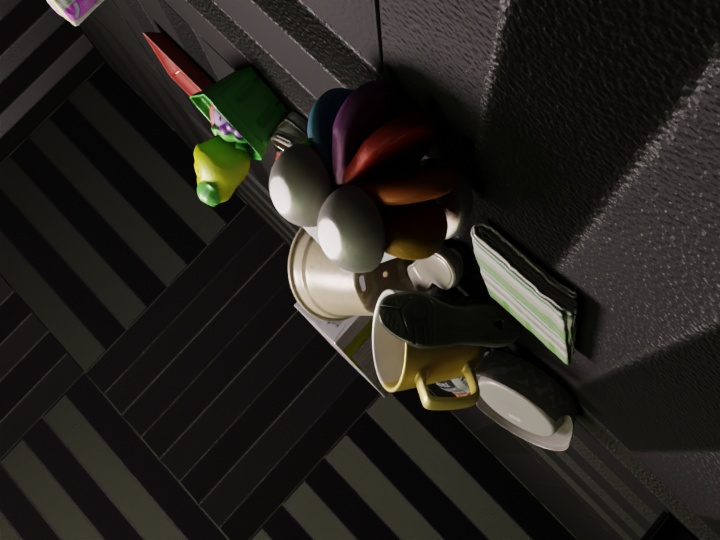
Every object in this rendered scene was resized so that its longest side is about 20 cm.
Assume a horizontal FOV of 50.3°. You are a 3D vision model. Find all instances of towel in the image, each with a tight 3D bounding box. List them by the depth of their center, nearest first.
[{"bbox_3d":[0.196,0.029,0.899,0.149,0.031,0.200,46,176,26],"label":"towel"}]

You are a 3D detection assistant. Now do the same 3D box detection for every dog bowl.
[{"bbox_3d":[0.257,0.205,1.230,0.198,0.059,0.201,34,161,13],"label":"dog bowl"}]

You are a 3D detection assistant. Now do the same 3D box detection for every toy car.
[{"bbox_3d":[0.014,-0.107,0.761,0.199,0.172,0.153,41,138,34],"label":"toy car"}]

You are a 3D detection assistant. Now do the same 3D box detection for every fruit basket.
[{"bbox_3d":[-0.227,-0.222,1.272,0.156,0.216,0.215,46,173,-21],"label":"fruit basket"}]

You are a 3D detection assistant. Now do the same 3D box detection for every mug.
[{"bbox_3d":[0.112,0.124,1.177,0.149,0.149,0.192,138,129,-64],"label":"mug"}]

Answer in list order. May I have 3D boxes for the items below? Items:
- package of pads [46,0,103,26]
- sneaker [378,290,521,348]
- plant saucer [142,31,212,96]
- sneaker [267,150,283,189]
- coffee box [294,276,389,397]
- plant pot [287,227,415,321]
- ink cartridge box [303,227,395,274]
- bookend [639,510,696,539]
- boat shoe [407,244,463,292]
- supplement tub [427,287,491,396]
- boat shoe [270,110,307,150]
[{"bbox_3d":[-0.495,-0.531,1.291,0.068,0.155,0.201,40,172,23],"label":"package of pads"},{"bbox_3d":[0.122,0.070,1.084,0.193,0.079,0.114,2,177,2],"label":"sneaker"},{"bbox_3d":[-0.373,-0.422,1.688,0.200,0.037,0.200,46,173,12],"label":"plant saucer"},{"bbox_3d":[-0.067,-0.118,1.268,0.197,0.083,0.077,29,178,-13],"label":"sneaker"},{"bbox_3d":[0.023,0.095,1.591,0.198,0.200,0.199,48,173,-35],"label":"coffee box"},{"bbox_3d":[0.000,0.000,1.318,0.201,0.202,0.182,48,162,-26],"label":"plant pot"},{"bbox_3d":[-0.015,-0.087,1.105,0.174,0.044,0.198,47,148,-17],"label":"ink cartridge box"},{"bbox_3d":[0.560,0.524,1.271,0.199,0.092,0.199,40,171,36],"label":"bookend"},{"bbox_3d":[0.114,-0.010,1.088,0.068,0.056,0.200,58,169,1],"label":"boat shoe"},{"bbox_3d":[0.145,0.122,1.329,0.200,0.123,0.122,48,173,-20],"label":"supplement tub"},{"bbox_3d":[-0.067,-0.165,1.166,0.200,0.070,0.071,43,173,28],"label":"boat shoe"}]
